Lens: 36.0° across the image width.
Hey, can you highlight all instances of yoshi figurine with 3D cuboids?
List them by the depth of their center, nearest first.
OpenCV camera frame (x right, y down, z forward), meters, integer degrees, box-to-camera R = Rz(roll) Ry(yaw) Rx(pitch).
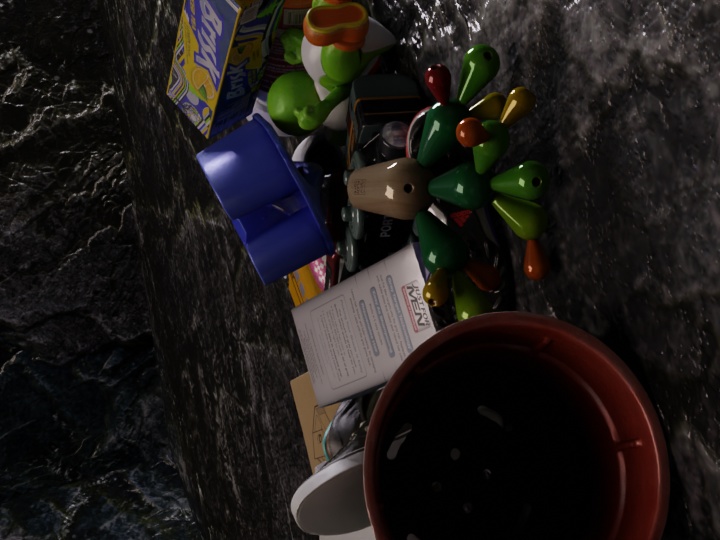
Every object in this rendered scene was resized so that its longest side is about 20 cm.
[{"bbox_3d":[-0.044,-0.181,1.008,0.111,0.113,0.201,34,156,17],"label":"yoshi figurine"}]

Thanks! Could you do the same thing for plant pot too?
[{"bbox_3d":[0.088,0.146,0.787,0.195,0.198,0.204,119,135,-77],"label":"plant pot"}]

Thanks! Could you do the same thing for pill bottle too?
[{"bbox_3d":[-0.074,-0.238,1.116,0.201,0.108,0.110,100,151,-51],"label":"pill bottle"}]

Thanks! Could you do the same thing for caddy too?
[{"bbox_3d":[-0.083,-0.075,1.077,0.143,0.104,0.200,64,175,-19],"label":"caddy"}]

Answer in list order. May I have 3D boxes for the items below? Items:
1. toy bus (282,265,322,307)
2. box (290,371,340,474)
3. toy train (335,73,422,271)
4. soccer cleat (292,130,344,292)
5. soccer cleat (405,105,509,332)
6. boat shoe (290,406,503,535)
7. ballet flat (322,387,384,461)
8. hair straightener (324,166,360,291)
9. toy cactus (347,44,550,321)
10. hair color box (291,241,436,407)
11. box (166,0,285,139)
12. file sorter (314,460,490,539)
[{"bbox_3d":[-0.046,0.014,1.293,0.079,0.064,0.202,108,145,-56],"label":"toy bus"},{"bbox_3d":[-0.023,0.206,1.223,0.163,0.021,0.203,-34,70,64],"label":"box"},{"bbox_3d":[0.019,-0.082,1.004,0.201,0.084,0.115,99,165,-57],"label":"toy train"},{"bbox_3d":[-0.026,-0.052,1.171,0.203,0.069,0.086,70,155,13],"label":"soccer cleat"},{"bbox_3d":[0.076,-0.032,0.893,0.073,0.067,0.203,-90,-11,-79],"label":"soccer cleat"},{"bbox_3d":[0.025,0.158,0.949,0.064,0.198,0.072,44,152,51],"label":"boat shoe"},{"bbox_3d":[0.020,0.125,1.129,0.068,0.068,0.201,59,-151,-28],"label":"ballet flat"},{"bbox_3d":[0.000,0.000,1.123,0.041,0.076,0.204,-1,84,60],"label":"hair straightener"},{"bbox_3d":[0.057,-0.055,0.797,0.163,0.102,0.204,2,103,39],"label":"toy cactus"},{"bbox_3d":[0.023,0.050,1.000,0.199,0.060,0.101,-28,76,51],"label":"hair color box"},{"bbox_3d":[-0.127,-0.216,1.041,0.070,0.064,0.201,47,149,11],"label":"box"},{"bbox_3d":[0.051,0.264,1.038,0.138,0.124,0.203,33,137,40],"label":"file sorter"}]
